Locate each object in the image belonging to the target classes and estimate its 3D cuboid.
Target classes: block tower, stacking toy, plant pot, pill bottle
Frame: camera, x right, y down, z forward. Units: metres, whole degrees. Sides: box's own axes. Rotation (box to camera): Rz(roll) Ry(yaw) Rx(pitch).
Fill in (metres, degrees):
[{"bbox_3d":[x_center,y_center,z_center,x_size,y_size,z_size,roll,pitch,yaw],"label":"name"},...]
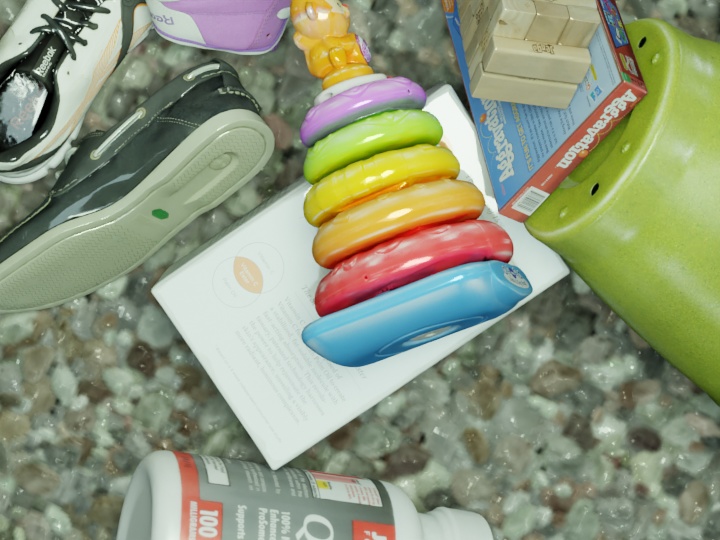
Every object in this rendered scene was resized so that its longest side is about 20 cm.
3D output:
[{"bbox_3d":[0.078,-0.176,1.180,0.058,0.201,0.054,6,139,-18],"label":"block tower"},{"bbox_3d":[0.006,-0.060,1.184,0.109,0.116,0.201,-21,80,15],"label":"stacking toy"},{"bbox_3d":[0.195,-0.034,1.202,0.192,0.200,0.201,29,96,-22],"label":"plant pot"},{"bbox_3d":[-0.032,0.170,1.276,0.199,0.116,0.117,9,96,-16],"label":"pill bottle"}]

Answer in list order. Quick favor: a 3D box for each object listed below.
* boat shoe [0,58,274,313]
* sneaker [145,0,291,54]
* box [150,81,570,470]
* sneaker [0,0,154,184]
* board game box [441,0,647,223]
[{"bbox_3d":[-0.142,-0.044,1.299,0.200,0.072,0.068,-35,59,10],"label":"boat shoe"},{"bbox_3d":[-0.033,-0.187,1.283,0.200,0.073,0.115,-18,132,-15],"label":"sneaker"},{"bbox_3d":[0.000,0.000,1.280,0.200,0.097,0.125,-34,95,4],"label":"box"},{"bbox_3d":[-0.157,-0.136,1.273,0.073,0.080,0.201,27,94,-2],"label":"sneaker"},{"bbox_3d":[0.092,-0.129,1.212,0.019,0.201,0.103,23,127,-31],"label":"board game box"}]
